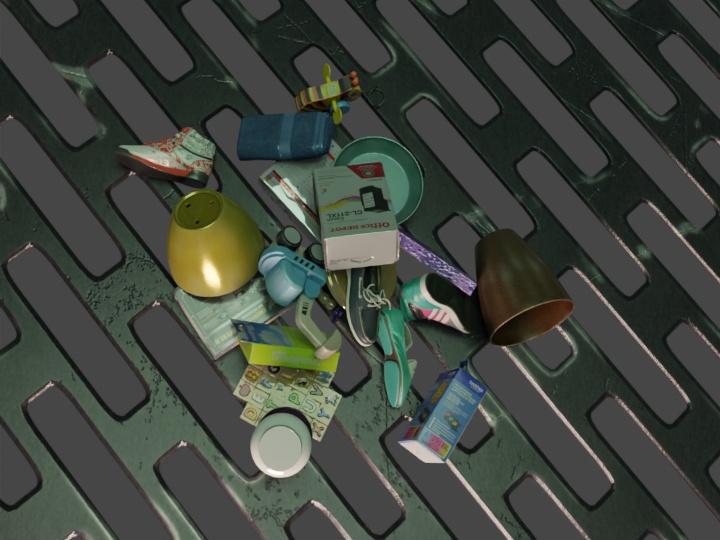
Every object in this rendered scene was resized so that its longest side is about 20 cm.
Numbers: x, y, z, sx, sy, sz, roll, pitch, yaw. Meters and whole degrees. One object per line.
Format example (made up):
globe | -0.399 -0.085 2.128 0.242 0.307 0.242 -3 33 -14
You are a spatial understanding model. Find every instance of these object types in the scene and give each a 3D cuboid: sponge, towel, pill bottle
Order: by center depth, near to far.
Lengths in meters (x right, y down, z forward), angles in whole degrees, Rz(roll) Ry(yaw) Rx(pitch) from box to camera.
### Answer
pill bottle | -0.144 0.314 1.523 0.110 0.200 0.115 0 85 -3
sponge | 0.152 -0.020 1.713 0.198 0.112 0.030 35 97 2
towel | -0.157 -0.276 1.727 0.196 0.049 0.113 -1 56 12

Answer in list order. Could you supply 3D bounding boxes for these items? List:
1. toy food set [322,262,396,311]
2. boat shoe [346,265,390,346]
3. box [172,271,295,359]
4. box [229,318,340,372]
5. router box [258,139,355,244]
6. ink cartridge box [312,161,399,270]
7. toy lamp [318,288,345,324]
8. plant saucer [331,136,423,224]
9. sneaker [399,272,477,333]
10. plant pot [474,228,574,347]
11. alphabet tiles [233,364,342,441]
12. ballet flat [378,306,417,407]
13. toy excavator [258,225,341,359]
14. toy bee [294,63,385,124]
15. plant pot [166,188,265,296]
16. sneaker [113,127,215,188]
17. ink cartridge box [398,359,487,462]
toy food set | 0.000 0.000 1.682 0.199 0.048 0.200 41 55 -23
boat shoe | 0.016 0.043 1.609 0.074 0.061 0.204 12 71 -46
box | -0.252 0.055 1.664 0.199 0.048 0.159 -35 83 -15
box | -0.150 0.144 1.589 0.197 0.122 0.048 9 103 -23
router box | -0.086 -0.173 1.751 0.179 0.049 0.200 -42 84 -17
ink cartridge box | -0.010 -0.108 1.593 0.143 0.084 0.202 -7 47 -6
toy lamp | -0.110 0.023 1.691 0.058 0.058 0.200 -43 85 -17
plant saucer | 0.032 -0.179 1.726 0.196 0.036 0.204 2 75 -8
sneaker | 0.146 0.078 1.702 0.199 0.119 0.085 39 52 -38
plant pot | 0.313 0.023 1.705 0.184 0.188 0.202 -16 64 -12
alphabet tiles | -0.144 0.248 1.649 0.198 0.006 0.168 28 73 0
ballet flat | 0.079 0.171 1.660 0.069 0.067 0.204 -12 94 -26
toy excavator | -0.114 0.048 1.566 0.193 0.100 0.202 31 46 -20
toy bee | -0.044 -0.394 1.788 0.199 0.109 0.132 -34 80 -15
plant pot | -0.295 -0.072 1.606 0.196 0.143 0.203 -4 54 6
sneaker | -0.400 -0.249 1.717 0.198 0.067 0.110 17 72 -7
ink cartridge box | 0.168 0.272 1.622 0.076 0.136 0.201 37 73 -2
